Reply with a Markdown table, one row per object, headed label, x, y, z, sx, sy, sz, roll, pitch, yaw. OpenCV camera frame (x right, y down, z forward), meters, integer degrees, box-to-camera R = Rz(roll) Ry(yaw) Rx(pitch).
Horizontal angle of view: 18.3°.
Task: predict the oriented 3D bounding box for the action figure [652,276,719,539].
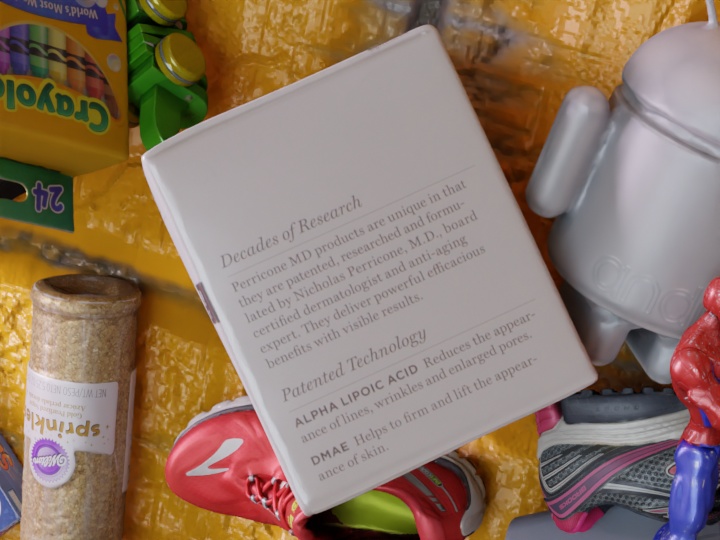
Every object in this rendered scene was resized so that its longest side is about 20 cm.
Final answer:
| label | x | y | z | sx | sy | sz | roll | pitch | yaw |
| --- | --- | --- | --- | --- | --- | --- | --- | --- | --- |
| action figure | 0.193 | 0.101 | 1.109 | 0.099 | 0.065 | 0.200 | 8 | 108 | 14 |

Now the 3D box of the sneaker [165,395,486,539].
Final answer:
| label | x | y | z | sx | sy | sz | roll | pitch | yaw |
| --- | --- | --- | --- | --- | --- | --- | --- | --- | --- |
| sneaker | -0.029 | 0.125 | 1.283 | 0.200 | 0.085 | 0.077 | 6 | 114 | 23 |

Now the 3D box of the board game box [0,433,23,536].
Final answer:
| label | x | y | z | sx | sy | sz | roll | pitch | yaw |
| --- | --- | --- | --- | --- | --- | --- | --- | --- | --- |
| board game box | -0.307 | 0.102 | 1.431 | 0.135 | 0.034 | 0.200 | -35 | 86 | 26 |

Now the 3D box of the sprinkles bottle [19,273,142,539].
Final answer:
| label | x | y | z | sx | sy | sz | roll | pitch | yaw |
| --- | --- | --- | --- | --- | --- | --- | --- | --- | --- |
| sprinkles bottle | -0.172 | 0.105 | 1.356 | 0.068 | 0.068 | 0.200 | 11 | 105 | 21 |

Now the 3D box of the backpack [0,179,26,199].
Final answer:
| label | x | y | z | sx | sy | sz | roll | pitch | yaw |
| --- | --- | --- | --- | --- | --- | --- | --- | --- | --- |
| backpack | -0.276 | -0.121 | 1.309 | 0.183 | 0.147 | 0.200 | -31 | 85 | 24 |

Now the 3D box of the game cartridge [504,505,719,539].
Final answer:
| label | x | y | z | sx | sy | sz | roll | pitch | yaw |
| --- | --- | --- | --- | --- | --- | --- | --- | --- | --- |
| game cartridge | 0.140 | 0.211 | 1.185 | 0.133 | 0.042 | 0.200 | -11 | 54 | 6 |

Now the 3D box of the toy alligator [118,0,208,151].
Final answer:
| label | x | y | z | sx | sy | sz | roll | pitch | yaw |
| --- | --- | --- | --- | --- | --- | --- | --- | --- | --- |
| toy alligator | -0.123 | -0.146 | 1.288 | 0.059 | 0.054 | 0.200 | -35 | 60 | 30 |

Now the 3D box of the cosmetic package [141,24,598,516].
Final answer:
| label | x | y | z | sx | sy | sz | roll | pitch | yaw |
| --- | --- | --- | --- | --- | --- | --- | --- | --- | --- |
| cosmetic package | 0.000 | 0.000 | 1.175 | 0.165 | 0.165 | 0.200 | -25 | 90 | -4 |

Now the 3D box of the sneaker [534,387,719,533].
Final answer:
| label | x | y | z | sx | sy | sz | roll | pitch | yaw |
| --- | --- | --- | --- | --- | --- | --- | --- | --- | --- |
| sneaker | 0.192 | 0.098 | 1.181 | 0.200 | 0.081 | 0.075 | -6 | 81 | 24 |

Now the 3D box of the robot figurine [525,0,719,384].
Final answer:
| label | x | y | z | sx | sy | sz | roll | pitch | yaw |
| --- | --- | --- | --- | --- | --- | --- | --- | --- | --- |
| robot figurine | 0.170 | -0.043 | 1.150 | 0.170 | 0.113 | 0.200 | 13 | 112 | -22 |

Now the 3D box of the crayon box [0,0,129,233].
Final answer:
| label | x | y | z | sx | sy | sz | roll | pitch | yaw |
| --- | --- | --- | --- | --- | --- | --- | --- | --- | --- |
| crayon box | -0.188 | -0.131 | 1.220 | 0.052 | 0.126 | 0.200 | -14 | 73 | 40 |
